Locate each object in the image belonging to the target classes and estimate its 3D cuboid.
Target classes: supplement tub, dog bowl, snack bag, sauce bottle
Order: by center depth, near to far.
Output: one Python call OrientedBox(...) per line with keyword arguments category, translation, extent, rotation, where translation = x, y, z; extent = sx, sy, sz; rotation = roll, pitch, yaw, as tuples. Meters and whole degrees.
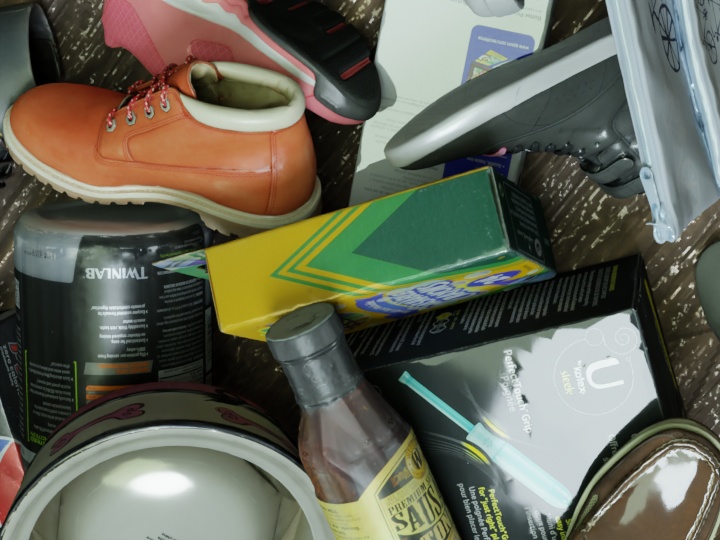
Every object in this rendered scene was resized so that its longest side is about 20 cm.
OrientedBox(category="snack bag", translation=(0.174, -0.128, 0.935), extent=(0.021, 0.200, 0.189), rotation=(-8, 101, 29))
OrientedBox(category="sauce bottle", translation=(0.006, 0.113, 0.945), extent=(0.066, 0.066, 0.200), rotation=(-19, 111, 16))
OrientedBox(category="dog bowl", translation=(-0.110, 0.152, 1.016), extent=(0.199, 0.074, 0.201), rotation=(-4, 121, -7))
OrientedBox(category="supplement tub", translation=(-0.151, 0.062, 1.087), extent=(0.122, 0.123, 0.201), rotation=(4, 103, 12))

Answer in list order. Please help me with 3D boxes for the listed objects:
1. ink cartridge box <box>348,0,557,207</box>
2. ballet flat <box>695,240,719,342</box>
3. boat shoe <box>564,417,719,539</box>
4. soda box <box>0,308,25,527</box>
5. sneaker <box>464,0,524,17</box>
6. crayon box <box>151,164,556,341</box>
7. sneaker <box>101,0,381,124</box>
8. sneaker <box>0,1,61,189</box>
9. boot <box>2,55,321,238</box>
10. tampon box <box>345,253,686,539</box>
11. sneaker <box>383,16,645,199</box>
OrientedBox(category="ink cartridge box", translation=(0.053, -0.093, 1.050), extent=(0.099, 0.039, 0.201), rotation=(14, 104, 9))
OrientedBox(category="ballet flat", translation=(0.265, 0.069, 1.026), extent=(0.067, 0.064, 0.200), rotation=(-33, 93, 17))
OrientedBox(category="boat shoe", translation=(0.135, 0.174, 0.943), extent=(0.075, 0.075, 0.203), rotation=(28, 110, 1))
OrientedBox(category="soda box", translation=(-0.229, 0.130, 1.144), extent=(0.063, 0.071, 0.201), rotation=(-13, 99, 20))
OrientedBox(category="sneaker", translation=(0.012, -0.213, 0.998), extent=(0.115, 0.074, 0.201), rotation=(-25, 74, 13))
OrientedBox(category="crayon box", translation=(0.000, 0.000, 0.994), extent=(0.199, 0.126, 0.052), rotation=(-15, 80, 16))
OrientedBox(category="sneaker", translation=(-0.074, -0.130, 1.056), extent=(0.200, 0.074, 0.087), rotation=(33, 122, 18))
OrientedBox(category="sneaker", translation=(-0.239, -0.068, 1.102), extent=(0.106, 0.075, 0.201), rotation=(-4, 100, 13))
OrientedBox(category="boot", translation=(-0.118, -0.089, 1.020), extent=(0.199, 0.075, 0.107), rotation=(13, 142, 11))
OrientedBox(category="tampon box", translation=(0.088, 0.096, 1.037), extent=(0.199, 0.126, 0.150), rotation=(-14, 102, 14))
OrientedBox(category="sneaker", translation=(0.116, -0.074, 0.992), extent=(0.199, 0.071, 0.099), rotation=(-25, 106, -12))
